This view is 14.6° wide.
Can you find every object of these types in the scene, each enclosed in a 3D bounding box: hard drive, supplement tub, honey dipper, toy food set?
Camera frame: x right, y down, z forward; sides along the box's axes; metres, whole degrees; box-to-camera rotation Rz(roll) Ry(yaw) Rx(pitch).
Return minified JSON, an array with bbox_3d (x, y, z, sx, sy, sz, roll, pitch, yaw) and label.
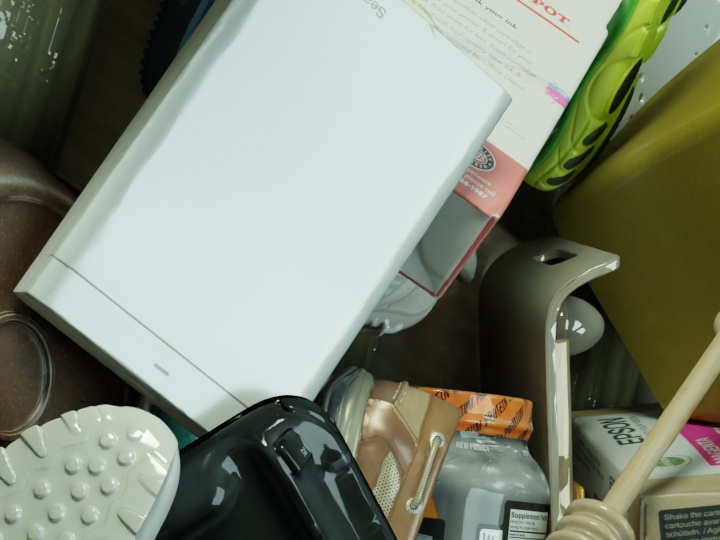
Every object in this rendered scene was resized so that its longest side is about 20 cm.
[{"bbox_3d":[-0.037,-0.033,1.187,0.132,0.027,0.200,39,75,-21],"label":"hard drive"},{"bbox_3d":[0.026,0.157,1.340,0.122,0.122,0.201,12,81,-53],"label":"supplement tub"},{"bbox_3d":[0.140,0.085,1.352,0.200,0.038,0.038,-52,131,-36],"label":"honey dipper"},{"bbox_3d":[0.106,0.088,1.426,0.060,0.143,0.201,-4,96,-11],"label":"toy food set"}]

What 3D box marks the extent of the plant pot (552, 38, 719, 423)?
[{"bbox_3d":[0.223,-0.029,1.478,0.201,0.176,0.200,58,42,-13],"label":"plant pot"}]

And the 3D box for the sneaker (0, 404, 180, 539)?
[{"bbox_3d":[-0.136,0.141,1.128,0.200,0.076,0.080,-52,151,2],"label":"sneaker"}]

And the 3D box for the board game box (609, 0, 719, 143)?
[{"bbox_3d":[0.145,-0.180,1.563,0.200,0.026,0.201,55,51,-39],"label":"board game box"}]

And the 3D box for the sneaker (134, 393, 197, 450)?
[{"bbox_3d":[-0.065,0.132,1.250,0.077,0.079,0.201,8,85,-52],"label":"sneaker"}]

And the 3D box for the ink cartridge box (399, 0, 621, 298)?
[{"bbox_3d":[0.038,-0.093,1.327,0.116,0.068,0.200,34,44,-1],"label":"ink cartridge box"}]

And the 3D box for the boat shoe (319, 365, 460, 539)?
[{"bbox_3d":[0.004,0.146,1.247,0.076,0.071,0.201,-59,158,-88],"label":"boat shoe"}]

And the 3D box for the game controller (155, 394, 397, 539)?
[{"bbox_3d":[-0.023,0.151,1.187,0.104,0.042,0.201,-28,114,-1],"label":"game controller"}]

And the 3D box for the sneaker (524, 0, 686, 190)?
[{"bbox_3d":[0.115,-0.136,1.424,0.201,0.083,0.074,-62,167,22],"label":"sneaker"}]

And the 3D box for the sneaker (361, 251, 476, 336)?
[{"bbox_3d":[0.000,0.000,1.344,0.200,0.075,0.082,-30,128,-46],"label":"sneaker"}]

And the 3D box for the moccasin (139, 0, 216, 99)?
[{"bbox_3d":[-0.051,-0.146,1.266,0.201,0.068,0.081,-61,144,-30],"label":"moccasin"}]

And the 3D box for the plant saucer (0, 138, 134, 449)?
[{"bbox_3d":[-0.155,0.043,1.161,0.200,0.034,0.202,-6,97,-53],"label":"plant saucer"}]

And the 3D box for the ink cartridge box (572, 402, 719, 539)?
[{"bbox_3d":[0.205,0.120,1.472,0.200,0.164,0.076,-126,-149,-77],"label":"ink cartridge box"}]
